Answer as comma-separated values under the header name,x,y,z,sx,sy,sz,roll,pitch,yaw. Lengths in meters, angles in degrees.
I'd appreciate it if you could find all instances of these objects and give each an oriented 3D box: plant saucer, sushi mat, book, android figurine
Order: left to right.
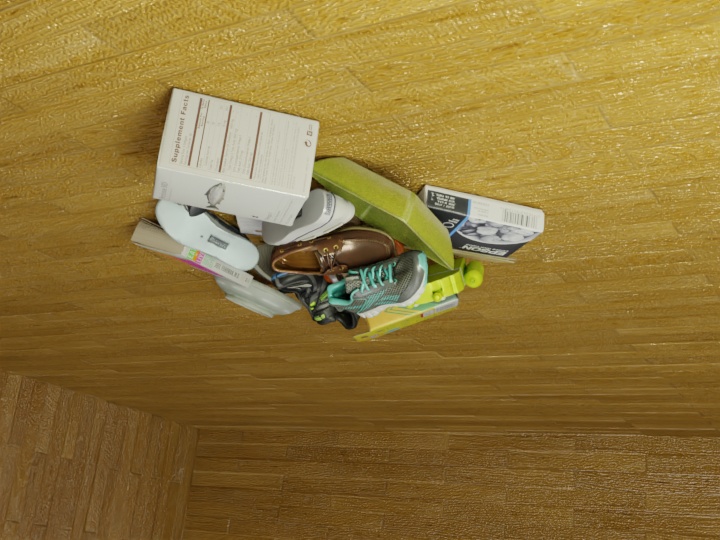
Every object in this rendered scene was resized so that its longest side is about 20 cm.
name,x,y,z,sx,sy,sz,roll,pitch,yaw
book,-0.306,-0.025,1.698,0.133,0.048,0.200,20,173,33
plant saucer,-0.216,0.052,1.860,0.199,0.051,0.200,22,172,3
plant saucer,0.040,-0.093,1.346,0.199,0.048,0.200,31,176,32
android figurine,0.114,0.022,1.525,0.181,0.041,0.200,-14,-169,12
sushi mat,0.160,-0.032,1.580,0.198,0.012,0.096,9,180,-16

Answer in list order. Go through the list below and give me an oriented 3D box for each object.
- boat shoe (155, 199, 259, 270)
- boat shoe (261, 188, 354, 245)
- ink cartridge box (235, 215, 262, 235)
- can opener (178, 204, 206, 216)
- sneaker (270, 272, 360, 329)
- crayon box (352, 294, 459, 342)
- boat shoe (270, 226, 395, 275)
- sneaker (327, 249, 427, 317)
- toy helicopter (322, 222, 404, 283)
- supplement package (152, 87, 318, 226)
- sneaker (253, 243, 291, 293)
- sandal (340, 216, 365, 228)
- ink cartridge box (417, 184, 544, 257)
name,x,y,z,sx,sy,sz,roll,pitch,yaw
boat shoe,-0.269,-0.067,1.594,0.200,0.071,0.091,33,-178,-20
boat shoe,-0.082,-0.078,1.395,0.065,0.073,0.199,12,161,-33
ink cartridge box,-0.156,-0.105,1.496,0.094,0.037,0.200,6,159,0
can opener,-0.259,-0.145,1.399,0.063,0.079,0.200,42,166,17
sneaker,-0.069,0.048,1.604,0.070,0.083,0.199,-18,145,42
crayon box,0.077,0.072,1.674,0.199,0.051,0.127,-20,170,1
boat shoe,-0.045,-0.021,1.430,0.198,0.068,0.073,-3,116,16
sneaker,0.022,0.022,1.392,0.091,0.078,0.200,8,153,-35
toy helicopter,-0.034,-0.037,1.500,0.200,0.079,0.132,40,117,-9
supplement package,-0.169,-0.149,1.240,0.198,0.118,0.117,11,162,-12
sneaker,-0.155,0.008,1.763,0.106,0.075,0.199,-11,156,43
sandal,-0.005,-0.001,1.582,0.077,0.070,0.212,8,141,23
ink cartridge box,0.165,-0.067,1.487,0.197,0.044,0.200,11,163,-12
